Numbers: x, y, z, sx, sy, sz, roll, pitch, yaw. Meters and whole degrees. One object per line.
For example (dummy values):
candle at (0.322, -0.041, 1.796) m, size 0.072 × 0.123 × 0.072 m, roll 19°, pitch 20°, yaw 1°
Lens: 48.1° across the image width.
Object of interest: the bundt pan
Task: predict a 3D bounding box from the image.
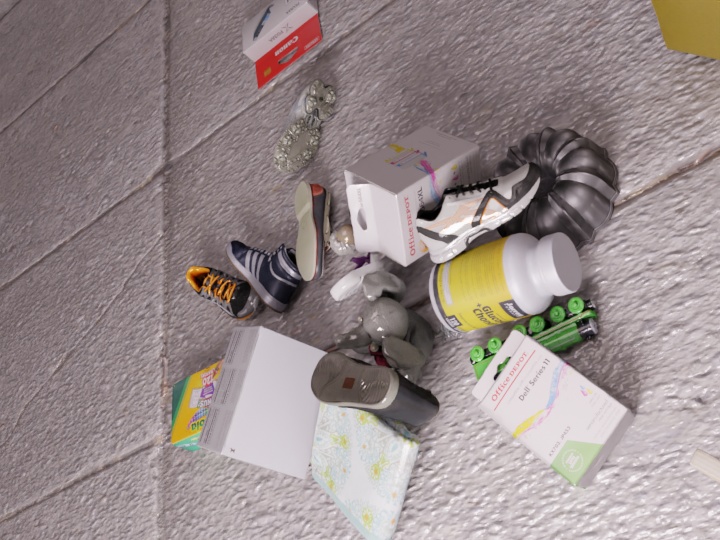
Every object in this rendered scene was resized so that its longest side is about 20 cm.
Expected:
bundt pan at (0.267, -0.120, 1.174) m, size 0.199 × 0.075 × 0.206 m, roll -20°, pitch 56°, yaw 34°

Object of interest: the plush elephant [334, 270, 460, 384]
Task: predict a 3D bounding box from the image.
plush elephant at (0.038, 0.099, 1.204) m, size 0.198 × 0.154 × 0.167 m, roll -33°, pitch 51°, yaw 24°

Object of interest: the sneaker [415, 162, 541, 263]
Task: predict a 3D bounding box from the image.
sneaker at (0.161, -0.093, 1.125) m, size 0.198 × 0.080 × 0.074 m, roll -35°, pitch 13°, yaw 17°

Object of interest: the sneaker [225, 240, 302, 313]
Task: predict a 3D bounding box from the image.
sneaker at (-0.172, -0.022, 1.509) m, size 0.109 × 0.070 × 0.200 m, roll -53°, pitch 52°, yaw 12°

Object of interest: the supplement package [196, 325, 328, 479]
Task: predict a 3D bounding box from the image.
supplement package at (-0.147, 0.210, 1.295) m, size 0.110 × 0.154 × 0.204 m, roll -6°, pitch 64°, yaw 58°

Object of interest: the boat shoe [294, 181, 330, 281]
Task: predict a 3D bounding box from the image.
boat shoe at (-0.079, -0.070, 1.459) m, size 0.071 × 0.062 × 0.204 m, roll -39°, pitch 46°, yaw 43°

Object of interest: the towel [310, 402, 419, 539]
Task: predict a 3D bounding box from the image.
towel at (-0.002, 0.273, 1.181) m, size 0.199 × 0.047 × 0.175 m, roll 34°, pitch 119°, yaw 45°

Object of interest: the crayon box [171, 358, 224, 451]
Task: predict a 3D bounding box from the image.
crayon box at (-0.257, 0.237, 1.460) m, size 0.198 × 0.058 × 0.121 m, roll -27°, pitch 53°, yaw 28°

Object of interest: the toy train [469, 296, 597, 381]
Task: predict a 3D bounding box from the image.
toy train at (0.238, 0.100, 1.113) m, size 0.198 × 0.041 × 0.057 m, roll -30°, pitch 61°, yaw 27°

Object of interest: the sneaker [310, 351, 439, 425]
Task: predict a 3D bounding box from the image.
sneaker at (0.015, 0.173, 1.129) m, size 0.198 × 0.105 × 0.076 m, roll 7°, pitch 70°, yaw 55°

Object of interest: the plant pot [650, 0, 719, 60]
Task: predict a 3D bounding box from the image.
plant pot at (0.509, -0.382, 1.022) m, size 0.199 × 0.195 × 0.196 m, roll 35°, pitch 92°, yaw 37°

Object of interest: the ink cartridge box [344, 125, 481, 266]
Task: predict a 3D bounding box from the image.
ink cartridge box at (0.076, -0.111, 1.233) m, size 0.198 × 0.131 × 0.124 m, roll -32°, pitch 40°, yaw -27°

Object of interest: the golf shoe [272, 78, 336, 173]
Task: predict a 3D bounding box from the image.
golf shoe at (-0.120, -0.283, 1.613) m, size 0.202 × 0.078 × 0.097 m, roll -61°, pitch 28°, yaw -9°

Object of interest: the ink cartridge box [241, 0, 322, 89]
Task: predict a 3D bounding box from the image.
ink cartridge box at (-0.177, -0.528, 1.792) m, size 0.198 × 0.044 × 0.179 m, roll -30°, pitch 51°, yaw 27°

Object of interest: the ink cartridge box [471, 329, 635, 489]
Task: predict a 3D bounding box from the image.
ink cartridge box at (0.234, 0.167, 1.033) m, size 0.199 × 0.067 × 0.118 m, roll 37°, pitch 94°, yaw 32°

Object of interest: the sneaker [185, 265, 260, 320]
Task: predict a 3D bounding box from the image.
sneaker at (-0.267, 0.039, 1.558) m, size 0.198 × 0.077 × 0.080 m, roll 14°, pitch 76°, yaw 43°

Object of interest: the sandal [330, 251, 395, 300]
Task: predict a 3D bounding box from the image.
sandal at (0.005, -0.005, 1.267) m, size 0.082 × 0.202 × 0.050 m, roll -40°, pitch 84°, yaw 21°

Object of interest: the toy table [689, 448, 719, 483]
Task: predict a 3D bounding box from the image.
toy table at (0.432, 0.247, 0.813) m, size 0.182 × 0.117 × 0.203 m, roll 11°, pitch 75°, yaw 43°

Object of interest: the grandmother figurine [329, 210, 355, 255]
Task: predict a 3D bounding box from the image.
grandmother figurine at (0.021, -0.107, 1.396) m, size 0.200 × 0.060 × 0.122 m, roll -47°, pitch 37°, yaw 9°

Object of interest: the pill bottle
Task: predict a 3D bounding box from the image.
pill bottle at (0.201, 0.014, 1.125) m, size 0.198 × 0.111 × 0.114 m, roll -19°, pitch 57°, yaw 40°
